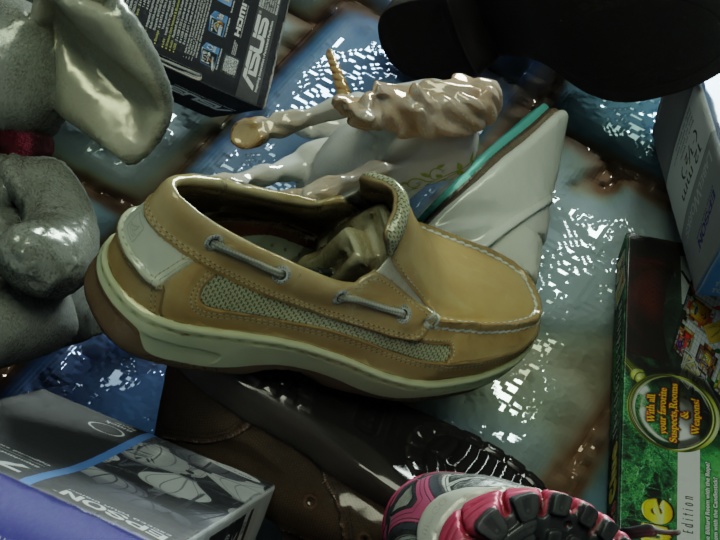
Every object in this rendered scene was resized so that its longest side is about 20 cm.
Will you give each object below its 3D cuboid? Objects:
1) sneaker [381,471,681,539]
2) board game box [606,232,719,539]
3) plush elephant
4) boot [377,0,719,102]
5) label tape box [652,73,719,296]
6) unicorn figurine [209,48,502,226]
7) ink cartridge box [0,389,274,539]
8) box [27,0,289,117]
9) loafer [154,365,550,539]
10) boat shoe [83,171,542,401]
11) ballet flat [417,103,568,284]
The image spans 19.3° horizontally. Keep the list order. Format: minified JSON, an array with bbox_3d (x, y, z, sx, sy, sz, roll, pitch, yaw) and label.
[{"bbox_3d":[0.091,0.129,0.739,0.081,0.200,0.075,-52,27,-10],"label":"sneaker"},{"bbox_3d":[0.155,0.071,0.883,0.104,0.024,0.201,13,47,-4],"label":"board game box"},{"bbox_3d":[-0.154,-0.041,0.814,0.199,0.164,0.156,-15,93,-42],"label":"plush elephant"},{"bbox_3d":[0.131,-0.155,1.018,0.187,0.069,0.200,-3,32,41],"label":"boot"},{"bbox_3d":[0.214,-0.024,0.926,0.142,0.066,0.201,7,36,-7],"label":"label tape box"},{"bbox_3d":[-0.007,-0.046,0.884,0.137,0.074,0.200,-21,12,-31],"label":"unicorn figurine"},{"bbox_3d":[-0.096,0.079,0.686,0.099,0.039,0.200,22,6,7],"label":"ink cartridge box"},{"bbox_3d":[-0.091,-0.188,0.932,0.161,0.049,0.201,22,76,-39],"label":"box"},{"bbox_3d":[0.005,0.091,0.810,0.199,0.071,0.073,36,28,2],"label":"loafer"},{"bbox_3d":[0.000,0.000,0.781,0.199,0.076,0.072,3,44,-41],"label":"boat shoe"},{"bbox_3d":[0.033,0.005,0.895,0.069,0.070,0.200,38,56,21],"label":"ballet flat"}]
